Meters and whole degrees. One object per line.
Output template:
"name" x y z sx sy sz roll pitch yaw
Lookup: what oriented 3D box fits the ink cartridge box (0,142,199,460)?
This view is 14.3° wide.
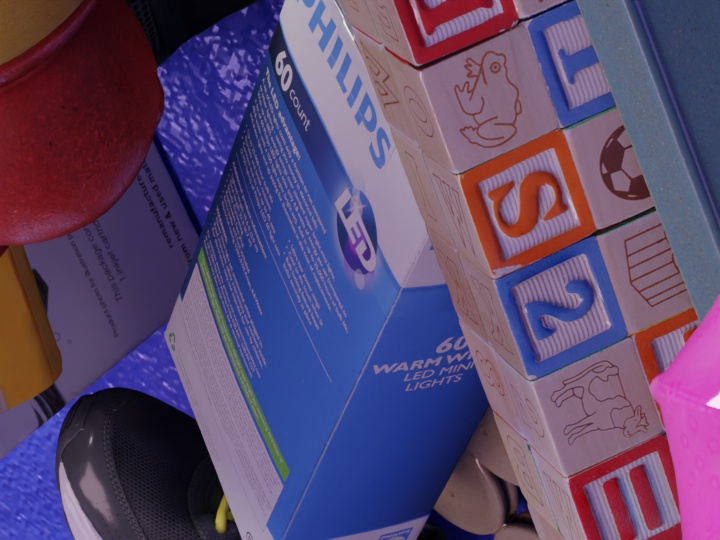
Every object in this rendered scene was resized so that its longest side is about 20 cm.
"ink cartridge box" -0.172 0.024 0.990 0.146 0.200 0.085 -2 121 47

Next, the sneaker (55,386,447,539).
"sneaker" -0.016 0.097 0.996 0.200 0.075 0.084 38 135 -23

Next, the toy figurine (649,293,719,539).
"toy figurine" 0.134 0.024 0.599 0.150 0.184 0.201 23 138 31

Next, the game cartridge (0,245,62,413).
"game cartridge" -0.160 -0.076 0.825 0.176 0.032 0.201 36 147 44

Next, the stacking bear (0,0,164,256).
"stacking bear" -0.106 -0.087 0.666 0.113 0.121 0.200 26 153 37

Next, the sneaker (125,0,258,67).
"sneaker" -0.086 -0.084 0.883 0.076 0.114 0.199 50 142 -6

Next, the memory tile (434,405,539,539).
"memory tile" 0.087 0.073 0.897 0.153 0.017 0.200 47 152 7

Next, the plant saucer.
"plant saucer" 0.101 -0.035 0.690 0.201 0.070 0.019 67 170 -20

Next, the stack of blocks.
"stack of blocks" 0.079 -0.016 0.730 0.201 0.115 0.059 69 170 -21

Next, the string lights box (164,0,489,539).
"string lights box" 0.000 0.000 0.878 0.103 0.059 0.200 67 152 28
